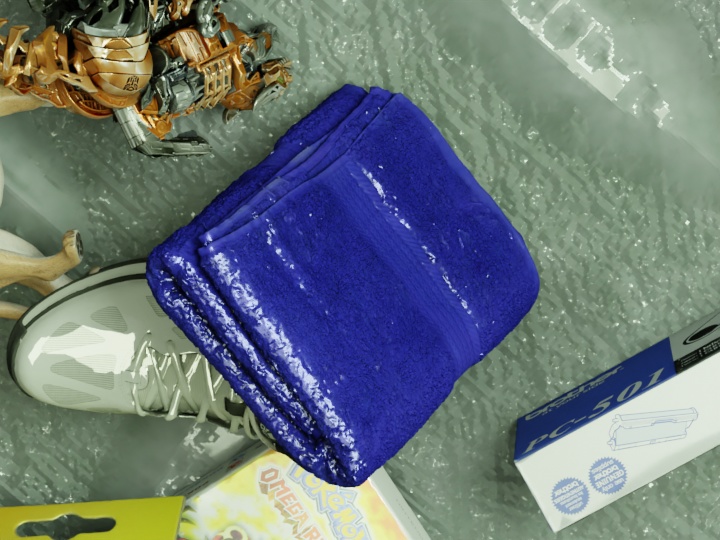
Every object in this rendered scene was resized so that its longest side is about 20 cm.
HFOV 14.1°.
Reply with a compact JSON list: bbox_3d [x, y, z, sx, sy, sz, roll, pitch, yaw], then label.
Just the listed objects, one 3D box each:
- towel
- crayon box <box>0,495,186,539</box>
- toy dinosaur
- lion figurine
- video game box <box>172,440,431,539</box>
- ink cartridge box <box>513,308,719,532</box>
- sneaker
[{"bbox_3d":[0.000,0.000,1.379,0.148,0.200,0.050,48,131,-1],"label":"towel"},{"bbox_3d":[-0.150,0.202,1.410,0.127,0.200,0.051,-3,136,12],"label":"crayon box"},{"bbox_3d":[-0.118,-0.121,1.386,0.102,0.200,0.136,-13,79,29],"label":"toy dinosaur"},{"bbox_3d":[-0.200,-0.045,1.448,0.122,0.072,0.201,-7,102,9],"label":"lion figurine"},{"bbox_3d":[-0.035,0.195,1.491,0.182,0.047,0.200,-33,96,8],"label":"video game box"},{"bbox_3d":[0.172,0.054,1.427,0.200,0.094,0.044,-29,97,9],"label":"ink cartridge box"},{"bbox_3d":[-0.067,0.048,1.407,0.200,0.115,0.076,-4,115,-11],"label":"sneaker"}]
